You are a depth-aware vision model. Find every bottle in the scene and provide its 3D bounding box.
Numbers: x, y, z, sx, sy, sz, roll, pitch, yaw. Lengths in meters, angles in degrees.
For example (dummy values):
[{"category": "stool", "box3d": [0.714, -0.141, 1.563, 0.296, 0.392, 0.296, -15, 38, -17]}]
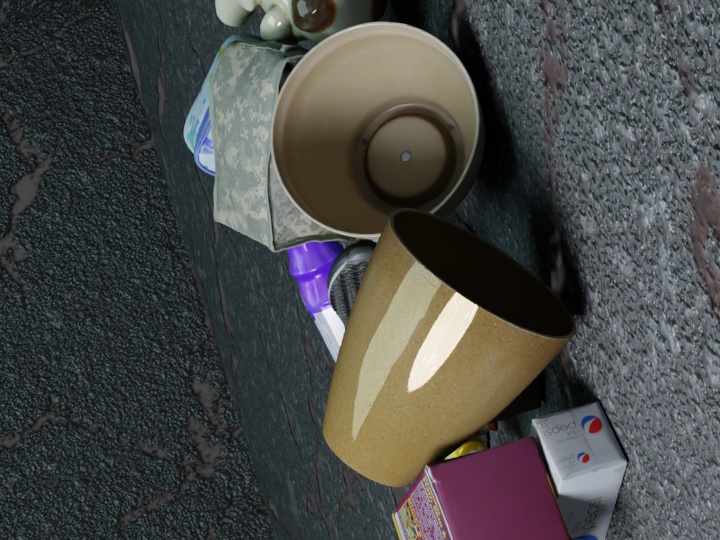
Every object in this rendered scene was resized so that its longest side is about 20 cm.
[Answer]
[{"category": "bottle", "box3d": [-0.026, 0.031, 1.797, 0.084, 0.065, 0.201, -82, -33, -70]}]

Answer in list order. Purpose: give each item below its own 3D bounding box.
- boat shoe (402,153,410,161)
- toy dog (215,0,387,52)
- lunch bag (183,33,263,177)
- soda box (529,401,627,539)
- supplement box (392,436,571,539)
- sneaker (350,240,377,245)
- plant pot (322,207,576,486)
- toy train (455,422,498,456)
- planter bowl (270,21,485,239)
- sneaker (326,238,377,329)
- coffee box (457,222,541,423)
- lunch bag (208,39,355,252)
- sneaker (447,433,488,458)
[{"category": "boat shoe", "box3d": [0.019, -0.136, 1.715, 0.070, 0.071, 0.201, 65, 150, 11]}, {"category": "toy dog", "box3d": [-0.044, -0.298, 1.679, 0.200, 0.139, 0.195, 45, 143, 44]}, {"category": "lunch bag", "box3d": [-0.085, -0.157, 1.816, 0.161, 0.199, 0.082, -61, 27, 14]}, {"category": "soda box", "box3d": [0.182, 0.204, 1.456, 0.200, 0.063, 0.068, 92, 160, -52]}, {"category": "supplement box", "box3d": [0.106, 0.239, 1.443, 0.200, 0.103, 0.132, 112, 142, -70]}, {"category": "sneaker", "box3d": [0.017, -0.020, 1.840, 0.130, 0.079, 0.201, 34, 139, 45]}, {"category": "plant pot", "box3d": [0.056, 0.082, 1.412, 0.201, 0.186, 0.187, -59, 31, 17]}, {"category": "toy train", "box3d": [0.134, 0.200, 1.631, 0.150, 0.055, 0.201, 72, 172, -83]}, {"category": "planter bowl", "box3d": [0.031, -0.119, 1.548, 0.135, 0.199, 0.201, 26, -135, -70]}, {"category": "sneaker", "box3d": [0.000, 0.000, 1.678, 0.200, 0.070, 0.090, 77, -177, -65]}, {"category": "coffee box", "box3d": [0.102, 0.050, 1.601, 0.200, 0.079, 0.115, -123, 22, -59]}, {"category": "lunch bag", "box3d": [-0.081, -0.137, 1.675, 0.164, 0.117, 0.201, 25, 121, 61]}, {"category": "sneaker", "box3d": [0.089, 0.144, 1.770, 0.075, 0.076, 0.201, -138, 36, -66]}]
